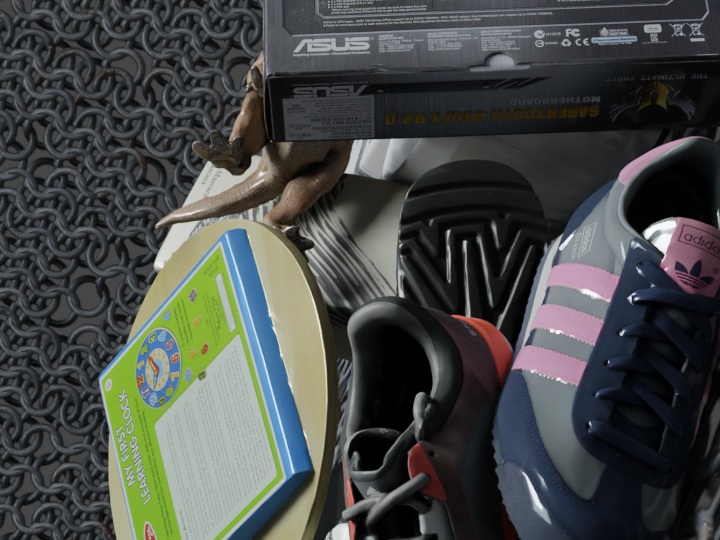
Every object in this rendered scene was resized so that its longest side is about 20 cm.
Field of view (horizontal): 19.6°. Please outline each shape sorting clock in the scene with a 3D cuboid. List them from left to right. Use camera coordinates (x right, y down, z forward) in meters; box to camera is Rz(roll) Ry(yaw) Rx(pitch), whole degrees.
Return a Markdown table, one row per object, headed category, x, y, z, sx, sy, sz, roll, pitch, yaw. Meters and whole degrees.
| category | x | y | z | sx | sy | sz | roll | pitch | yaw |
| --- | --- | --- | --- | --- | --- | --- | --- | --- | --- |
| shape sorting clock | -0.067 | 0.075 | 0.986 | 0.200 | 0.039 | 0.200 | -19 | 65 | 49 |

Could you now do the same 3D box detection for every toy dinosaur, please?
| category | x | y | z | sx | sy | sz | roll | pitch | yaw |
| --- | --- | --- | --- | --- | --- | --- | --- | --- | --- |
| toy dinosaur | -0.018 | -0.090 | 1.029 | 0.200 | 0.086 | 0.136 | -52 | 12 | 29 |

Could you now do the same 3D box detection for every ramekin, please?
| category | x | y | z | sx | sy | sz | roll | pitch | yaw |
| --- | --- | --- | --- | --- | --- | --- | --- | --- | --- |
| ramekin | 0.101 | -0.112 | 1.072 | 0.200 | 0.105 | 0.200 | -63 | 7 | 14 |

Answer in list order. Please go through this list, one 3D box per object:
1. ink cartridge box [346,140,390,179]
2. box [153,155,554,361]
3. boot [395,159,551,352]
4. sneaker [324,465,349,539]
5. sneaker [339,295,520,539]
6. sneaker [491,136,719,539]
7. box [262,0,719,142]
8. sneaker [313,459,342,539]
| category | x | y | z | sx | sy | sz | roll | pitch | yaw |
| --- | --- | --- | --- | --- | --- | --- | --- | --- | --- |
| ink cartridge box | 0.041 | -0.084 | 1.539 | 0.200 | 0.084 | 0.146 | -59 | 8 | 39 |
| box | 0.000 | 0.000 | 1.060 | 0.068 | 0.200 | 0.082 | 50 | -122 | -49 |
| boot | 0.048 | 0.069 | 0.879 | 0.158 | 0.079 | 0.211 | 92 | -178 | -74 |
| sneaker | 0.000 | 0.157 | 0.863 | 0.200 | 0.075 | 0.081 | -76 | -31 | -53 |
| sneaker | 0.019 | 0.099 | 0.726 | 0.077 | 0.082 | 0.200 | -24 | 57 | 26 |
| sneaker | 0.097 | 0.024 | 0.738 | 0.082 | 0.070 | 0.200 | -52 | 17 | 37 |
| box | 0.055 | -0.134 | 0.926 | 0.048 | 0.200 | 0.159 | 89 | 179 | -55 |
| sneaker | 0.010 | 0.123 | 1.049 | 0.200 | 0.073 | 0.112 | -55 | 1 | 26 |
